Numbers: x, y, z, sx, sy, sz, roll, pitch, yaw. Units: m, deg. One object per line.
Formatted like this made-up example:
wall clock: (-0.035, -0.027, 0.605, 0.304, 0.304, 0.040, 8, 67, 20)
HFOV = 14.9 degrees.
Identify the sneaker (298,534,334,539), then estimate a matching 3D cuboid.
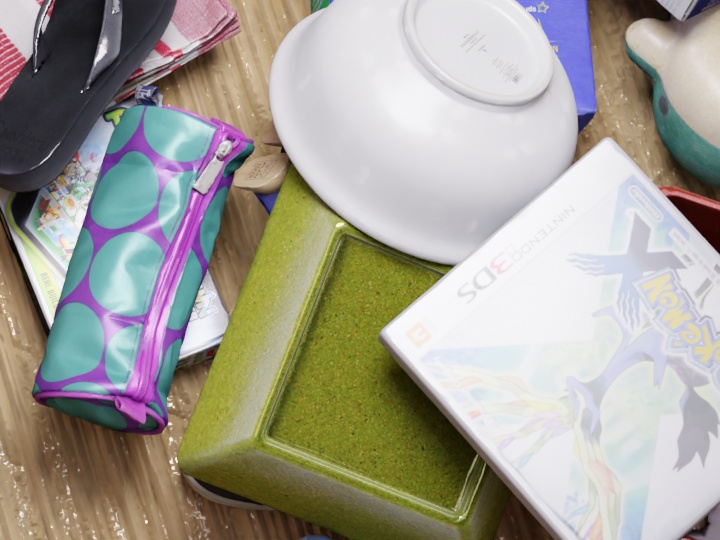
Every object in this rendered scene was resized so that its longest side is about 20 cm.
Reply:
sneaker: (0.049, 0.205, 1.642, 0.200, 0.070, 0.082, 36, 113, -18)

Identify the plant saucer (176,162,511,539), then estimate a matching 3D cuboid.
plant saucer: (0.019, 0.061, 1.619, 0.199, 0.048, 0.201, 22, 87, -11)

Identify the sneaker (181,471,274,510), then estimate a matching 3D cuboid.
sneaker: (-0.011, 0.104, 1.686, 0.198, 0.088, 0.076, -2, 76, -6)

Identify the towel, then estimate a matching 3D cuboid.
towel: (-0.194, -0.157, 1.744, 0.199, 0.023, 0.144, -32, 63, -18)

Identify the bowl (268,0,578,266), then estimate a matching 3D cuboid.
bowl: (0.052, -0.108, 1.627, 0.200, 0.091, 0.202, 15, 47, -17)

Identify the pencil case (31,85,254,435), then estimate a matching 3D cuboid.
pencil case: (-0.130, -0.003, 1.662, 0.085, 0.092, 0.201, 27, 71, -34)

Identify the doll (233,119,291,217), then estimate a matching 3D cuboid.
doll: (0.000, 0.000, 1.696, 0.200, 0.048, 0.137, 50, 50, -27)

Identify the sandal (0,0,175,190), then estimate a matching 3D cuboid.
sandal: (-0.170, -0.138, 1.675, 0.076, 0.043, 0.201, 9, 57, 24)

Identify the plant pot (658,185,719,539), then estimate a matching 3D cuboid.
plant pot: (0.229, 0.094, 1.668, 0.199, 0.176, 0.201, 18, 73, 0)

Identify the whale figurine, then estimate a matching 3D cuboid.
whale figurine: (0.237, -0.135, 1.788, 0.158, 0.104, 0.201, -1, 51, -21)

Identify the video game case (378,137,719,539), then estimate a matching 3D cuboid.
video game case: (0.142, 0.053, 1.570, 0.182, 0.022, 0.200, -40, 81, -13)

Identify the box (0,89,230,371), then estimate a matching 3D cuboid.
box: (-0.164, -0.026, 1.730, 0.109, 0.035, 0.201, -21, 78, -12)

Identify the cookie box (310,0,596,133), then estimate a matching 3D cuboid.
cookie box: (0.055, -0.182, 1.777, 0.170, 0.075, 0.201, -1, 74, -9)

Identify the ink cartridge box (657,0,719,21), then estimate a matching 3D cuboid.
ink cartridge box: (0.195, -0.259, 1.780, 0.200, 0.043, 0.196, 44, 41, 17)
